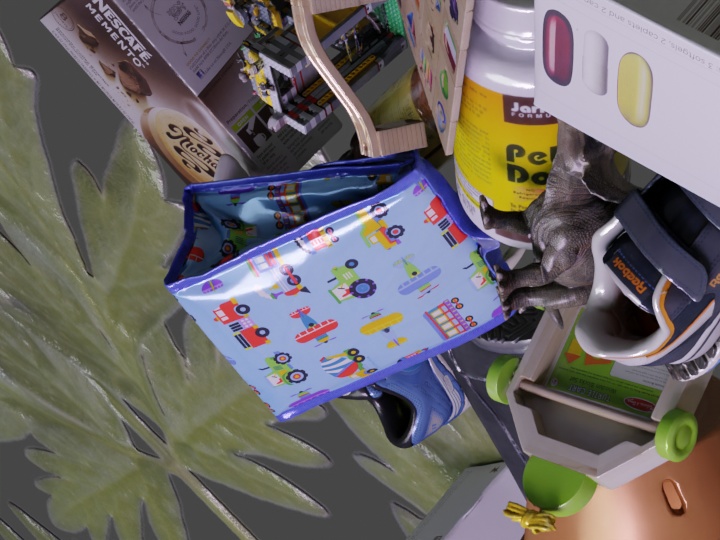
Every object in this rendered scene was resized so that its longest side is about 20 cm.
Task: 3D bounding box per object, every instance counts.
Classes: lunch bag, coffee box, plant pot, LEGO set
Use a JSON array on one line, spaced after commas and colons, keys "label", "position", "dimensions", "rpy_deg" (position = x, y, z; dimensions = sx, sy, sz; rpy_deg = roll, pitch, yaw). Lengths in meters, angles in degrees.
[{"label": "lunch bag", "position": [0.000, 0.000, 1.536], "dimensions": [0.199, 0.094, 0.151], "rpy_deg": [-15, 135, 25]}, {"label": "coffee box", "position": [-0.122, -0.144, 1.709], "dimensions": [0.200, 0.080, 0.113], "rpy_deg": [49, 153, -12]}, {"label": "plant pot", "position": [0.195, 0.155, 1.599], "dimensions": [0.200, 0.200, 0.141], "rpy_deg": [14, 124, 46]}, {"label": "LEGO set", "position": [-0.061, -0.183, 1.511], "dimensions": [0.154, 0.116, 0.200], "rpy_deg": [36, 154, 26]}]

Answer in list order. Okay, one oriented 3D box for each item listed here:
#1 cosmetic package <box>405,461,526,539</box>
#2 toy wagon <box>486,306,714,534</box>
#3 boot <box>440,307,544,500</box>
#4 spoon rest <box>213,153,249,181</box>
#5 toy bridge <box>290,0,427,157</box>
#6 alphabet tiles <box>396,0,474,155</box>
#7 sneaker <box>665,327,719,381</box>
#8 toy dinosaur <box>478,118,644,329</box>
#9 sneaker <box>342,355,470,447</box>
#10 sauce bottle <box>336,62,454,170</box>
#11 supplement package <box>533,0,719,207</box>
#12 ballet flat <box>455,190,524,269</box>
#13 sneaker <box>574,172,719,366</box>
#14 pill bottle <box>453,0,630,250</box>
[{"label": "cosmetic package", "position": [0.133, 0.263, 1.912], "dimensions": [0.200, 0.113, 0.081], "rpy_deg": [50, 153, -10]}, {"label": "toy wagon", "position": [0.152, 0.078, 1.517], "dimensions": [0.155, 0.201, 0.040], "rpy_deg": [17, 167, 43]}, {"label": "boot", "position": [0.136, 0.102, 1.717], "dimensions": [0.165, 0.066, 0.201], "rpy_deg": [14, 139, 59]}, {"label": "spoon rest", "position": [-0.019, -0.036, 1.595], "dimensions": [0.199, 0.061, 0.099], "rpy_deg": [8, 150, 36]}, {"label": "toy bridge", "position": [-0.007, -0.165, 1.399], "dimensions": [0.027, 0.067, 0.201], "rpy_deg": [-155, 54, -66]}, {"label": "alphabet tiles", "position": [0.032, -0.194, 1.364], "dimensions": [0.167, 0.008, 0.201], "rpy_deg": [95, 163, -58]}, {"label": "sneaker", "position": [0.232, -0.005, 1.374], "dimensions": [0.079, 0.089, 0.200], "rpy_deg": [63, 142, 24]}, {"label": "toy dinosaur", "position": [0.126, -0.009, 1.383], "dimensions": [0.200, 0.102, 0.077], "rpy_deg": [73, -176, -49]}, {"label": "sneaker", "position": [0.009, 0.050, 1.782], "dimensions": [0.078, 0.089, 0.200], "rpy_deg": [1, 129, 54]}, {"label": "sauce bottle", "position": [0.031, -0.091, 1.587], "dimensions": [0.066, 0.066, 0.200], "rpy_deg": [46, 153, -5]}, {"label": "supplement package", "position": [0.209, -0.121, 1.187], "dimensions": [0.200, 0.156, 0.111], "rpy_deg": [31, 152, 24]}, {"label": "ballet flat", "position": [0.071, -0.016, 1.633], "dimensions": [0.067, 0.067, 0.200], "rpy_deg": [58, 151, 4]}, {"label": "sneaker", "position": [0.183, -0.021, 1.296], "dimensions": [0.079, 0.079, 0.201], "rpy_deg": [52, 135, 35]}, {"label": "pill bottle", "position": [0.105, -0.111, 1.401], "dimensions": [0.109, 0.109, 0.200], "rpy_deg": [30, 151, 26]}]
